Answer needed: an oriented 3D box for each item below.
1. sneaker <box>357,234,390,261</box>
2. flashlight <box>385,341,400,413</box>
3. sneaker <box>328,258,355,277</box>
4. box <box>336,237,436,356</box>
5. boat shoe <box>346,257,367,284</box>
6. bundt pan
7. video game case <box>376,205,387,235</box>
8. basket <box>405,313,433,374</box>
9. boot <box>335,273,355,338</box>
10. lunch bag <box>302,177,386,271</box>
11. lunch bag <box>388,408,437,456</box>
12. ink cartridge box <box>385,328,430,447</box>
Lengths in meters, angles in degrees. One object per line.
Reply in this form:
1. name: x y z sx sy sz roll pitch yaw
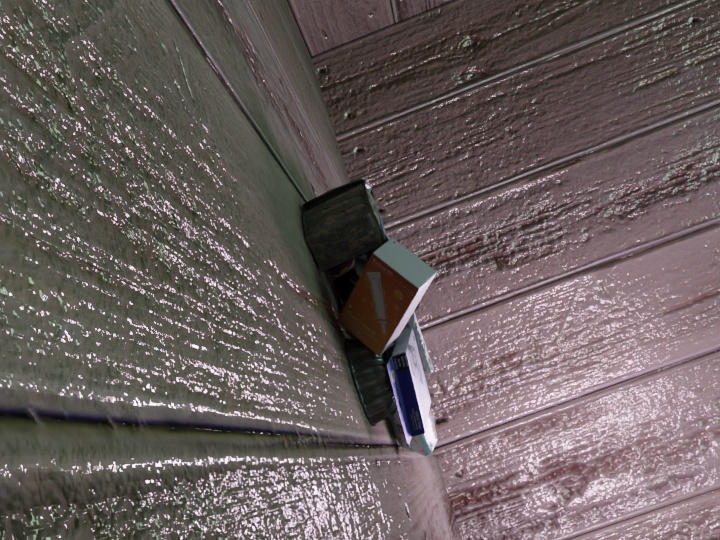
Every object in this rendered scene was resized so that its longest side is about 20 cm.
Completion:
1. sneaker: 0.057 -0.041 1.616 0.084 0.079 0.200 22 5 -21
2. flashlight: 0.095 0.265 1.704 0.068 0.066 0.204 -73 144 -72
3. sneaker: -0.066 -0.063 1.672 0.091 0.074 0.201 55 8 -29
4. box: 0.054 0.057 1.492 0.123 0.202 0.097 36 34 12
5. boat shoe: 0.000 0.000 1.696 0.202 0.070 0.062 -113 -140 -62
6. bundt pan: 0.033 0.237 1.574 0.202 0.074 0.207 -19 91 -85
7. video game case: -0.002 -0.068 1.880 0.019 0.199 0.146 5 -55 46
8. basket: 0.116 0.228 2.105 0.198 0.157 0.205 28 44 -84
9. boot: -0.024 0.083 1.704 0.201 0.073 0.099 -114 -155 -61
10. lunch bag: -0.041 -0.120 1.550 0.202 0.161 0.119 -103 169 -54
11. lunch bag: 0.133 0.388 1.927 0.201 0.119 0.173 -112 -179 -60
12. ink cartridge box: 0.113 0.259 1.591 0.200 0.040 0.205 -58 135 -69
